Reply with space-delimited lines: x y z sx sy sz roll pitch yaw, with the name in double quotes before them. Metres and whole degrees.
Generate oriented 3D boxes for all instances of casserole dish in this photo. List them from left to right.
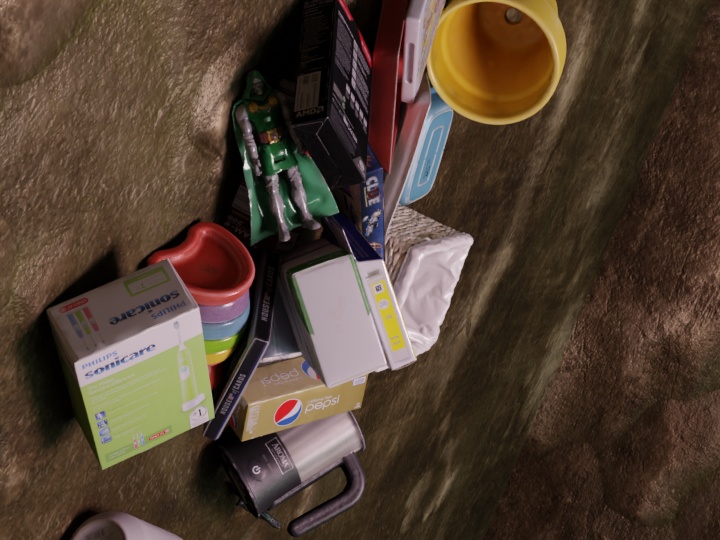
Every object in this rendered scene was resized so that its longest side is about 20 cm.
"casserole dish" 0.094 -0.183 2.101 0.121 0.038 0.202 -29 141 -55

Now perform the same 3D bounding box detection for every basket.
"basket" 0.036 0.016 2.018 0.198 0.160 0.202 -16 129 -61

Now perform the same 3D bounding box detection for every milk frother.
"milk frother" -0.101 0.281 1.998 0.187 0.182 0.200 -29 -168 -16

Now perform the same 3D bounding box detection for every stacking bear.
"stacking bear" -0.192 0.065 1.630 0.121 0.113 0.202 -40 153 -43

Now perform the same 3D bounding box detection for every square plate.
"square plate" 0.056 -0.174 1.939 0.200 0.028 0.200 -88 -164 -69

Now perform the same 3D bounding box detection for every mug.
"mug" -0.303 0.390 1.693 0.188 0.148 0.154 -63 152 -20

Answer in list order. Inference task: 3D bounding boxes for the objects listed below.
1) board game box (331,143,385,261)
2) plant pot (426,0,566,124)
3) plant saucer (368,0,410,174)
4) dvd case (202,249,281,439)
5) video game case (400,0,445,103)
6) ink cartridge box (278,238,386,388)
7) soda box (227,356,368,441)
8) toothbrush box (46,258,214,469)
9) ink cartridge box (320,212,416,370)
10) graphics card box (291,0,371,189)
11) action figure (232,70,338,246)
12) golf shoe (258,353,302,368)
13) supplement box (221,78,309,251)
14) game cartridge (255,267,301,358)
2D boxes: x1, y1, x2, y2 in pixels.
"board game box" -0.008 -0.109 1.820 0.034 0.136 0.201 -19 144 -13
"plant pot" 0.212 -0.345 2.004 0.190 0.198 0.203 -61 165 -53
"plant saucer" 0.038 -0.266 1.789 0.202 0.036 0.201 92 5 -45
"dvd case" -0.148 0.094 1.697 0.152 0.024 0.201 -87 -159 -46
"video game case" 0.090 -0.355 1.811 0.183 0.023 0.202 91 14 -63
"ink cartridge box" -0.044 0.048 1.700 0.200 0.082 0.149 -147 -142 -76
"soda box" -0.091 0.166 1.862 0.198 0.068 0.065 -11 129 -34
"toothbrush box" -0.248 0.105 1.495 0.144 0.086 0.201 -24 144 -19
"ink cartridge box" 0.000 0.000 1.744 0.046 0.198 0.202 -20 114 -8
"graphics card box" -0.031 -0.213 1.600 0.126 0.050 0.202 57 28 -51
"action figure" -0.101 -0.138 1.604 0.117 0.055 0.202 -23 111 -18
"golf shoe" -0.128 0.118 1.881 0.097 0.078 0.202 -19 130 -53
"supplement box" -0.092 -0.128 1.699 0.202 0.060 0.109 -66 159 9
"game cartridge" -0.063 0.040 1.848 0.198 0.040 0.135 -7 87 -43
